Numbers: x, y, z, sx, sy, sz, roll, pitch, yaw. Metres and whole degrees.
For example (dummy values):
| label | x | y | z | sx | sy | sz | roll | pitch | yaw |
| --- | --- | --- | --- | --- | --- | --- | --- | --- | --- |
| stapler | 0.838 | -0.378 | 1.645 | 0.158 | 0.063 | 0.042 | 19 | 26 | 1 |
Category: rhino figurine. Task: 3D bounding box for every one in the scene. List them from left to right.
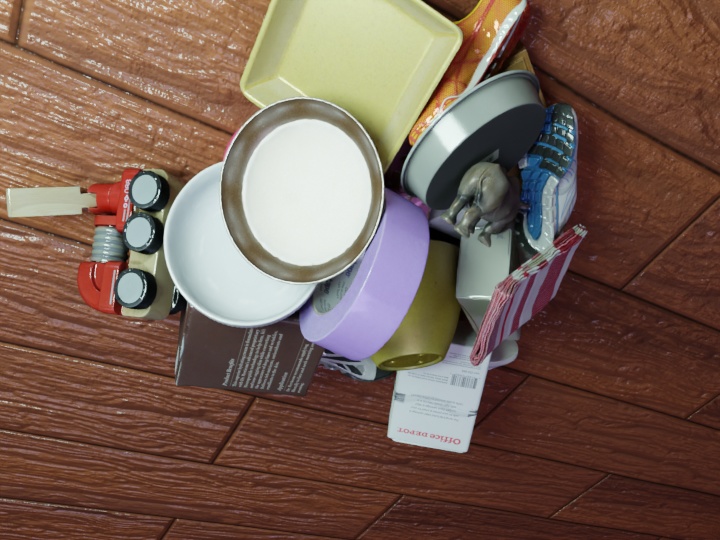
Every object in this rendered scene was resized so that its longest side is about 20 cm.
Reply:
| label | x | y | z | sx | sy | sz | roll | pitch | yaw |
| --- | --- | --- | --- | --- | --- | --- | --- | --- | --- |
| rhino figurine | 0.162 | -0.079 | 0.784 | 0.089 | 0.059 | 0.199 | -58 | 156 | 12 |

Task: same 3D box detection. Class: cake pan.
| label | x | y | z | sx | sy | sz | roll | pitch | yaw |
| --- | --- | --- | --- | --- | --- | --- | --- | --- | --- |
| cake pan | 0.137 | -0.142 | 0.750 | 0.197 | 0.037 | 0.201 | -30 | 160 | -12 |

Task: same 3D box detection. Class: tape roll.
| label | x | y | z | sx | sy | sz | roll | pitch | yaw |
| --- | --- | --- | --- | --- | --- | --- | --- | --- | --- |
| tape roll | 0.000 | 0.000 | 0.773 | 0.064 | 0.203 | 0.201 | 24 | 127 | -22 |

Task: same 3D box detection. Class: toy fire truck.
| label | x | y | z | sx | sy | sz | roll | pitch | yaw |
| --- | --- | --- | --- | --- | --- | --- | --- | --- | --- |
| toy fire truck | -0.325 | -0.039 | 0.798 | 0.193 | 0.182 | 0.128 | 4 | 173 | 16 |

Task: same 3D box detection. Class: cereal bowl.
| label | x | y | z | sx | sy | sz | roll | pitch | yaw |
| --- | --- | --- | --- | --- | --- | --- | --- | --- | --- |
| cereal bowl | -0.136 | -0.029 | 0.790 | 0.193 | 0.207 | 0.083 | -4 | 171 | -6 |

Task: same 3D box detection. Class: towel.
| label | x | y | z | sx | sy | sz | roll | pitch | yaw |
| --- | --- | --- | --- | --- | --- | --- | --- | --- | --- |
| towel | 0.227 | 0.033 | 0.859 | 0.198 | 0.023 | 0.147 | -32 | 147 | -33 |

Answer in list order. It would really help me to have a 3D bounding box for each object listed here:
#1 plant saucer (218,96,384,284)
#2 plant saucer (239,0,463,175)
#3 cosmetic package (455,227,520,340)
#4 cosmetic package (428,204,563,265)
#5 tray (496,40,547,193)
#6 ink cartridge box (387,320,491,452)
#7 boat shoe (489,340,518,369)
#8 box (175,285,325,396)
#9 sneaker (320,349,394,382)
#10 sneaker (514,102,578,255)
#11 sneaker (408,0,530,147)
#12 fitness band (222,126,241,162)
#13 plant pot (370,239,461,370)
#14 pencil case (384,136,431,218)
| label | x | y | z | sx | sy | sz | roll | pitch | yaw |
| --- | --- | --- | --- | --- | --- | --- | --- | --- | --- |
| plant saucer | -0.065 | -0.088 | 0.722 | 0.195 | 0.206 | 0.032 | -23 | 178 | 13 |
| plant saucer | -0.013 | -0.233 | 0.704 | 0.197 | 0.049 | 0.202 | 33 | 126 | -3 |
| cosmetic package | 0.196 | 0.025 | 0.943 | 0.071 | 0.107 | 0.200 | 2 | 159 | 21 |
| cosmetic package | 0.194 | -0.066 | 0.923 | 0.195 | 0.052 | 0.082 | 20 | 158 | -27 |
| tray | 0.198 | -0.189 | 0.835 | 0.097 | 0.038 | 0.201 | -26 | 134 | 15 |
| ink cartridge box | 0.129 | 0.188 | 1.075 | 0.141 | 0.085 | 0.206 | 10 | 114 | 2 |
| boat shoe | 0.183 | 0.160 | 1.147 | 0.193 | 0.073 | 0.070 | -11 | 138 | 0 |
| box | -0.153 | 0.058 | 0.918 | 0.194 | 0.167 | 0.168 | 9 | 133 | -18 |
| sneaker | -0.012 | 0.127 | 1.076 | 0.195 | 0.076 | 0.089 | 14 | 133 | -23 |
| sneaker | 0.255 | -0.126 | 0.846 | 0.086 | 0.074 | 0.205 | -29 | 135 | -35 |
| sneaker | 0.110 | -0.227 | 0.721 | 0.203 | 0.076 | 0.073 | -56 | 162 | 1 |
| fitness band | -0.082 | -0.118 | 0.832 | 0.194 | 0.038 | 0.145 | 16 | 133 | -10 |
| plant pot | 0.065 | 0.062 | 0.929 | 0.193 | 0.146 | 0.201 | -6 | 159 | -2 |
| pencil case | 0.059 | -0.137 | 0.829 | 0.085 | 0.083 | 0.204 | -28 | 144 | -32 |
